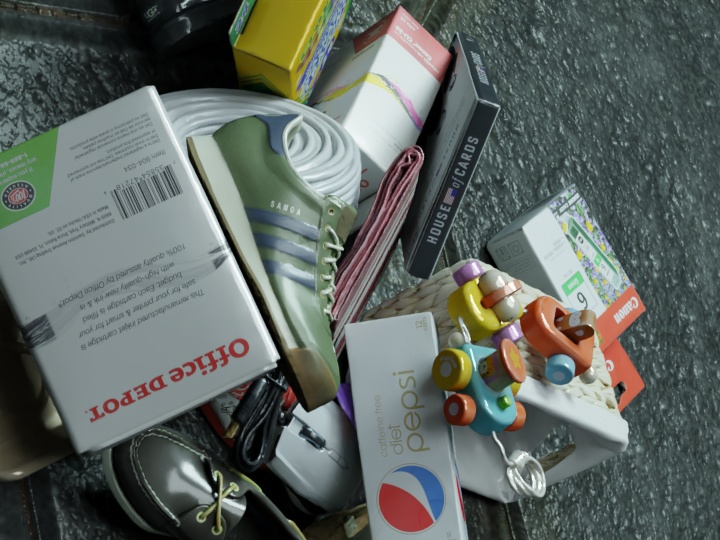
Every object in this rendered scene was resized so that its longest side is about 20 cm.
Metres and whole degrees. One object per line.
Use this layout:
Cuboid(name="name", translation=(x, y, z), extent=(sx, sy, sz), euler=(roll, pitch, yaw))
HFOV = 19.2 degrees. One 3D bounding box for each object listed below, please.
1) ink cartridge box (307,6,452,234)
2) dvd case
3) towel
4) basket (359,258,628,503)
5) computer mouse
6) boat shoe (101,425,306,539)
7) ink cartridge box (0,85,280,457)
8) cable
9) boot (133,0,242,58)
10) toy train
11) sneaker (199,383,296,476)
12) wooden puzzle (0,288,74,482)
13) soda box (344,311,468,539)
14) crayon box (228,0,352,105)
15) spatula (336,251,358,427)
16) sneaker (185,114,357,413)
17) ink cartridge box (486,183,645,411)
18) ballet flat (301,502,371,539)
Cuboid(name="ink cartridge box", translation=(-0.011, -0.106, 1.704), extent=(0.067, 0.116, 0.201), euler=(41, 45, -19))
Cuboid(name="dvd case", translation=(0.066, -0.095, 1.708), extent=(0.025, 0.151, 0.200), euler=(18, 19, -9))
Cuboid(name="towel", translation=(0.000, 0.000, 1.596), extent=(0.023, 0.200, 0.145), euler=(28, 72, 5))
Cuboid(name="basket", translation=(0.103, 0.090, 1.707), extent=(0.199, 0.135, 0.124), euler=(26, 45, -47))
Cuboid(name="computer mouse", translation=(-0.033, 0.124, 1.547), extent=(0.110, 0.044, 0.200), euler=(-63, 151, -16))
Cuboid(name="boat shoe", translation=(-0.100, 0.167, 1.483), extent=(0.201, 0.060, 0.072), euler=(47, 57, -38))
Cuboid(name="ink cartridge box", translation=(-0.158, 0.004, 1.396), extent=(0.145, 0.084, 0.201), euler=(-24, 85, -7))
Cuboid(name="cable", translation=(-0.099, -0.072, 1.547), extent=(0.199, 0.200, 0.070), euler=(-14, 123, -35))
Cuboid(name="boot", translation=(-0.154, -0.279, 1.689), extent=(0.201, 0.065, 0.165), euler=(58, 33, 3))
Cuboid(name="toy train", translation=(0.126, 0.064, 1.570), extent=(0.150, 0.056, 0.201), euler=(43, 36, -16))
Cuboid(name="sneaker", translation=(-0.071, 0.069, 1.560), extent=(0.202, 0.108, 0.067), euler=(48, 43, -19))
Cuboid(name="wooden puzzle", translation=(-0.233, 0.031, 1.456), extent=(0.185, 0.046, 0.201), euler=(-26, 87, -51))
Cuboid(name="soda box", translation=(0.035, 0.137, 1.554), extent=(0.064, 0.068, 0.202), euler=(59, 22, -76))
Cuboid(name="crayon box", translation=(-0.049, -0.195, 1.619), extent=(0.051, 0.200, 0.127), euler=(23, 80, 5))
Cuboid(name="spatula", translation=(-0.008, 0.052, 1.704), extent=(0.056, 0.020, 0.202), euler=(12, 62, -50))
Cuboid(name="sneaker", translation=(-0.038, -0.015, 1.414), extent=(0.089, 0.067, 0.201), euler=(-23, 81, -10))
Cuboid(name="ink cartridge box", translation=(0.202, 0.034, 1.917), extent=(0.109, 0.050, 0.201), euler=(-37, 98, -50))
Cuboid(name="ballet flat", translation=(0.031, 0.200, 1.637), extent=(0.199, 0.065, 0.071), euler=(-20, 85, -50))
